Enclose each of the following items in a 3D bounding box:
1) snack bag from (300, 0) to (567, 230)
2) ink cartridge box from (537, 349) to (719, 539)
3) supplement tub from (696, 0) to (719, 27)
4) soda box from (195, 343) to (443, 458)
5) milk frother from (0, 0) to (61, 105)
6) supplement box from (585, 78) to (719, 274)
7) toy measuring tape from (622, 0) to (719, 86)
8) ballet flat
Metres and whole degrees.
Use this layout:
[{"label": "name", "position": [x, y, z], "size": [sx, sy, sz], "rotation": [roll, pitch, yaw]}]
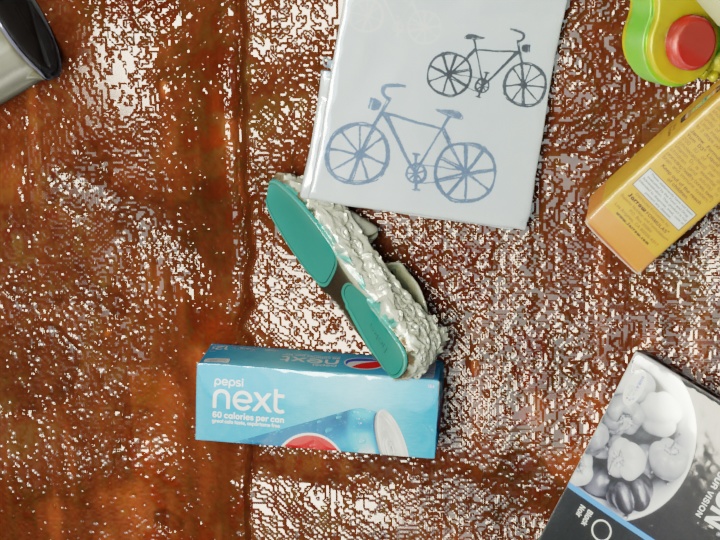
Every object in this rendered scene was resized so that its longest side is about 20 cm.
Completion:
[{"label": "snack bag", "position": [0.058, -0.140, 1.307], "size": [0.187, 0.021, 0.202], "rotation": [7, 101, -12]}, {"label": "ink cartridge box", "position": [0.262, 0.198, 1.331], "size": [0.199, 0.043, 0.199], "rotation": [31, 104, 24]}, {"label": "supplement tub", "position": [0.270, -0.279, 1.213], "size": [0.145, 0.145, 0.200], "rotation": [-42, 96, 12]}, {"label": "soda box", "position": [-0.033, 0.106, 1.368], "size": [0.198, 0.064, 0.069], "rotation": [4, 103, 5]}, {"label": "milk frother", "position": [-0.364, -0.178, 1.270], "size": [0.187, 0.200, 0.181], "rotation": [-29, 94, 10]}, {"label": "supplement box", "position": [0.265, -0.091, 1.280], "size": [0.069, 0.067, 0.200], "rotation": [42, 113, -5]}, {"label": "toy measuring tape", "position": [0.207, -0.191, 1.256], "size": [0.199, 0.074, 0.074], "rotation": [27, 105, -30]}, {"label": "ballet flat", "position": [0.000, 0.000, 1.340], "size": [0.072, 0.072, 0.201], "rotation": [-37, 79, 12]}]
